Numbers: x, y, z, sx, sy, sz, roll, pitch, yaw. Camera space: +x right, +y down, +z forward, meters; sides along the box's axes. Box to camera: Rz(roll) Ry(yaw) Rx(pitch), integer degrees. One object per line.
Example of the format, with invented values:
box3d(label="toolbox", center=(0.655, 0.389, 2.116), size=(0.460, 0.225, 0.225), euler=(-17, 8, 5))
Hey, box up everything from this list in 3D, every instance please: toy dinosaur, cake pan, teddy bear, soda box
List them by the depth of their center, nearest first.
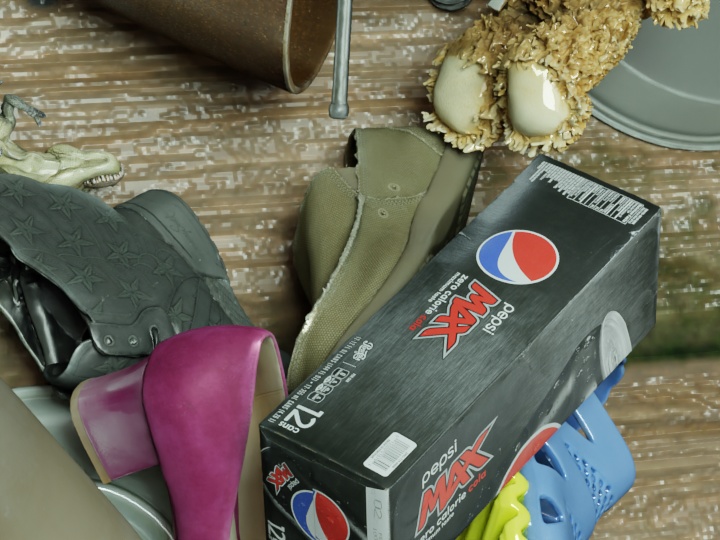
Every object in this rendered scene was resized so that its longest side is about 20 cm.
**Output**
box3d(label="soda box", center=(0.044, 0.040, 1.004), size=(0.063, 0.071, 0.200), euler=(24, 47, 28))
box3d(label="toy dinosaur", center=(-0.189, -0.084, 1.059), size=(0.200, 0.088, 0.048), euler=(33, 70, -8))
box3d(label="teddy bear", center=(0.103, -0.132, 1.108), size=(0.067, 0.145, 0.200), euler=(36, 58, -27))
box3d(label="cake pan", center=(0.162, -0.159, 1.216), size=(0.200, 0.037, 0.201), euler=(4, 75, -16))

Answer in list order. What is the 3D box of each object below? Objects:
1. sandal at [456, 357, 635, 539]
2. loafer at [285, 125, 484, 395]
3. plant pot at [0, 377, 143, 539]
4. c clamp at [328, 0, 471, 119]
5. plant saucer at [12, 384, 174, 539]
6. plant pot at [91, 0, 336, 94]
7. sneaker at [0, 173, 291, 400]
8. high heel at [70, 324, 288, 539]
box3d(label="sandal", center=(0.080, 0.084, 1.075), size=(0.087, 0.080, 0.200), euler=(9, 49, -14))
box3d(label="loafer", center=(0.000, 0.000, 1.082), size=(0.067, 0.076, 0.200), euler=(15, 32, 9))
box3d(label="plant pot", center=(-0.170, 0.113, 0.922), size=(0.173, 0.200, 0.200), euler=(35, 68, -27))
box3d(label="c clamp", center=(0.023, -0.159, 1.115), size=(0.027, 0.200, 0.171), euler=(8, 100, 19))
box3d(label="plant saucer", center=(-0.123, 0.143, 1.045), size=(0.200, 0.050, 0.201), euler=(4, 75, -16))
box3d(label="plant pot", center=(-0.098, -0.193, 1.079), size=(0.199, 0.187, 0.187), euler=(16, 71, 7))
box3d(label="sneaker", center=(-0.091, 0.036, 1.061), size=(0.104, 0.060, 0.200), euler=(-25, 75, -43))
box3d(label="high heel", center=(-0.031, 0.112, 1.012), size=(0.200, 0.096, 0.067), euler=(63, 35, -12))
